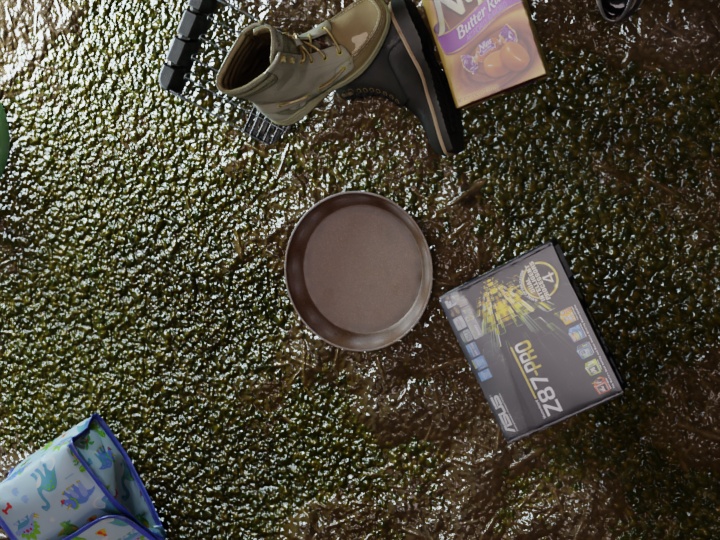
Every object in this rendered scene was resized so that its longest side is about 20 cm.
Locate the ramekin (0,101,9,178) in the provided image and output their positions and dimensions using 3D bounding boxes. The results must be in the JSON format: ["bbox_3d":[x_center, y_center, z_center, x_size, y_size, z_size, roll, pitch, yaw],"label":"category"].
[{"bbox_3d":[-0.597,-0.185,1.498,0.196,0.098,0.204,2,97,16],"label":"ramekin"}]

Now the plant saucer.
[{"bbox_3d":[0.000,0.000,1.379,0.196,0.034,0.205,2,97,17],"label":"plant saucer"}]

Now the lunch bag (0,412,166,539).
[{"bbox_3d":[-0.387,0.335,1.497,0.168,0.128,0.202,-31,101,15],"label":"lunch bag"}]

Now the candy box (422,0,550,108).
[{"bbox_3d":[0.140,-0.308,1.286,0.115,0.056,0.204,-18,90,19],"label":"candy box"}]

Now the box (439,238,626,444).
[{"bbox_3d":[0.209,0.086,1.319,0.159,0.049,0.203,-26,90,21],"label":"box"}]

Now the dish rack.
[{"bbox_3d":[-0.155,-0.260,1.382,0.198,0.055,0.155,29,106,9],"label":"dish rack"}]

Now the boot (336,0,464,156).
[{"bbox_3d":[0.037,-0.214,1.326,0.137,0.077,0.203,-24,77,22],"label":"boot"}]

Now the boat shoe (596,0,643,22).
[{"bbox_3d":[0.296,-0.367,1.186,0.073,0.074,0.203,5,125,16],"label":"boat shoe"}]

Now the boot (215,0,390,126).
[{"bbox_3d":[-0.064,-0.258,1.251,0.199,0.154,0.073,-40,71,14],"label":"boot"}]
